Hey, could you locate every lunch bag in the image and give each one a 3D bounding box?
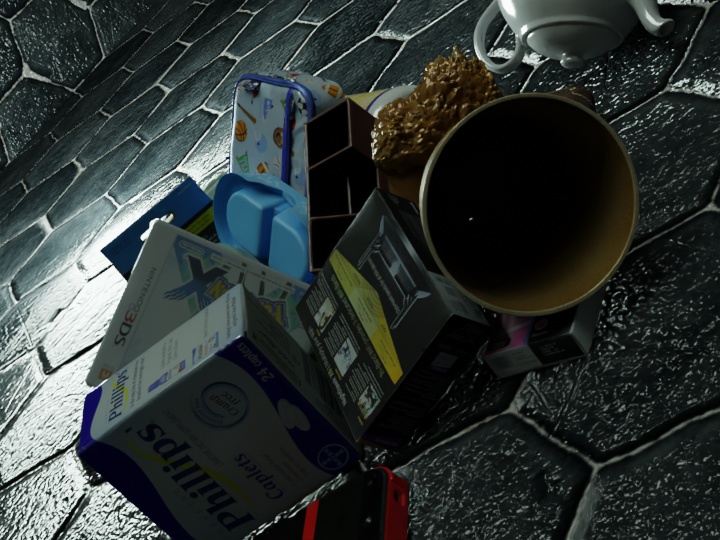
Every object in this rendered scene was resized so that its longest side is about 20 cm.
[{"bbox_3d":[-0.085,-0.139,1.488,0.075,0.200,0.160,-12,23,-39],"label":"lunch bag"}]

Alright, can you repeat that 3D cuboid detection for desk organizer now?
[{"bbox_3d":[-0.008,-0.077,1.341,0.072,0.077,0.200,-26,51,31],"label":"desk organizer"}]

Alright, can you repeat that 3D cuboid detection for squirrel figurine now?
[{"bbox_3d":[0.117,-0.124,1.297,0.186,0.200,0.142,-16,47,16],"label":"squirrel figurine"}]

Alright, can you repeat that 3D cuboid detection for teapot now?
[{"bbox_3d":[0.244,-0.307,1.483,0.200,0.197,0.146,113,161,-81],"label":"teapot"}]

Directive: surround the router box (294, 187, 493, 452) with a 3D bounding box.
[{"bbox_3d":[0.025,0.043,1.187,0.157,0.052,0.200,-55,37,23],"label":"router box"}]

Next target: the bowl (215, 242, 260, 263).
[{"bbox_3d":[-0.151,0.050,1.418,0.105,0.201,0.201,-33,20,-22],"label":"bowl"}]

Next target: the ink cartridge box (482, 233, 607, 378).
[{"bbox_3d":[0.183,0.010,1.170,0.095,0.037,0.200,-20,29,38],"label":"ink cartridge box"}]

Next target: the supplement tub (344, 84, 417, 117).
[{"bbox_3d":[0.016,-0.144,1.537,0.145,0.145,0.200,-50,26,-21],"label":"supplement tub"}]

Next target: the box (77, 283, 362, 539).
[{"bbox_3d":[-0.132,0.149,1.208,0.200,0.184,0.105,-36,26,12],"label":"box"}]

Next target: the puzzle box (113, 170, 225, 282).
[{"bbox_3d":[-0.215,-0.022,1.703,0.200,0.133,0.025,-41,-17,-3],"label":"puzzle box"}]

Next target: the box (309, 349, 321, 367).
[{"bbox_3d":[0.026,0.055,1.305,0.200,0.048,0.117,-11,37,45],"label":"box"}]

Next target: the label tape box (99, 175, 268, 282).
[{"bbox_3d":[-0.201,-0.008,1.552,0.144,0.200,0.063,-39,24,2],"label":"label tape box"}]

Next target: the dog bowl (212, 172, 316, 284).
[{"bbox_3d":[-0.090,-0.041,1.424,0.050,0.112,0.200,-17,38,-36],"label":"dog bowl"}]

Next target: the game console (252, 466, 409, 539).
[{"bbox_3d":[-0.036,0.265,1.065,0.177,0.031,0.200,-35,24,23],"label":"game console"}]

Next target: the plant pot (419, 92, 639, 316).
[{"bbox_3d":[0.130,-0.068,1.150,0.186,0.186,0.200,-40,11,0],"label":"plant pot"}]

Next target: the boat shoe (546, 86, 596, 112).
[{"bbox_3d":[0.170,-0.143,1.409,0.200,0.070,0.070,-20,26,24],"label":"boat shoe"}]

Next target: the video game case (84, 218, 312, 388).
[{"bbox_3d":[-0.153,0.070,1.295,0.022,0.200,0.183,-166,99,-84],"label":"video game case"}]
